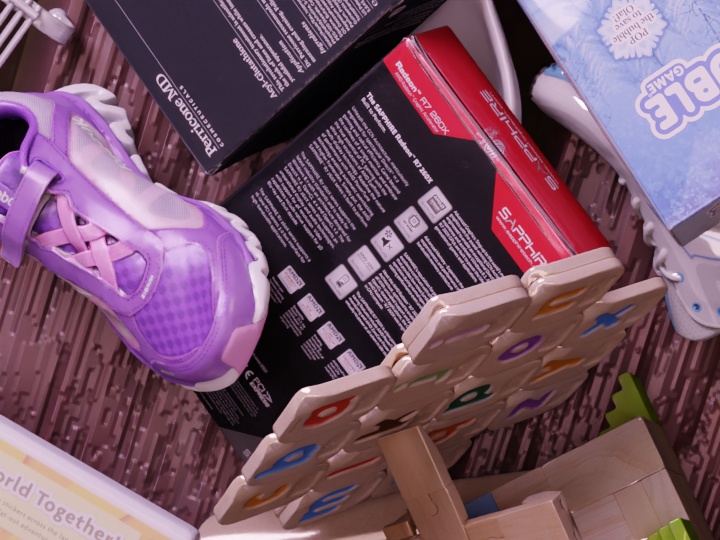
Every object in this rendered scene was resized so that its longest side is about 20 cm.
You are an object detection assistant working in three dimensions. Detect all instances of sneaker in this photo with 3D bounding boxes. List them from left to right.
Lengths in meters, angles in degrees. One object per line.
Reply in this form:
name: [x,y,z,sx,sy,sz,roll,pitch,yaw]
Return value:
sneaker: [-0.120,-0.019,0.973,0.200,0.088,0.081,44,110,37]
sneaker: [0.151,-0.018,0.992,0.199,0.075,0.087,35,101,5]

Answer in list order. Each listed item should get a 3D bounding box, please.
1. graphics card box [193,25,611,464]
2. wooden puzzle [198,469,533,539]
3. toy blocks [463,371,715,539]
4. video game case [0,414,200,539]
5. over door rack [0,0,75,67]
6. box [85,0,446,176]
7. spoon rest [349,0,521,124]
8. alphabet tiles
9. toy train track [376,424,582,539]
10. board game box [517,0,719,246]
graphics card box: [0.000,0.000,0.982,0.200,0.051,0.126,-40,84,29]
wooden puzzle: [0.025,0.203,1.032,0.184,0.037,0.201,-8,85,7]
toy blocks: [0.100,0.163,0.967,0.136,0.100,0.201,-27,73,13]
video game case: [-0.201,0.151,1.014,0.199,0.023,0.183,29,94,5]
over door rack: [-0.255,-0.119,1.031,0.200,0.067,0.148,36,95,-16]
box: [-0.064,-0.168,0.981,0.141,0.079,0.201,-38,85,33]
spoon rest: [0.044,-0.117,1.000,0.099,0.060,0.201,16,90,40]
alphabet tiles: [0.034,0.053,0.942,0.195,0.200,0.015,-17,68,-31]
toy train track: [0.014,0.127,0.961,0.199,0.032,0.115,-20,96,35]
board game box: [0.161,-0.148,0.913,0.199,0.043,0.200,-34,75,7]
